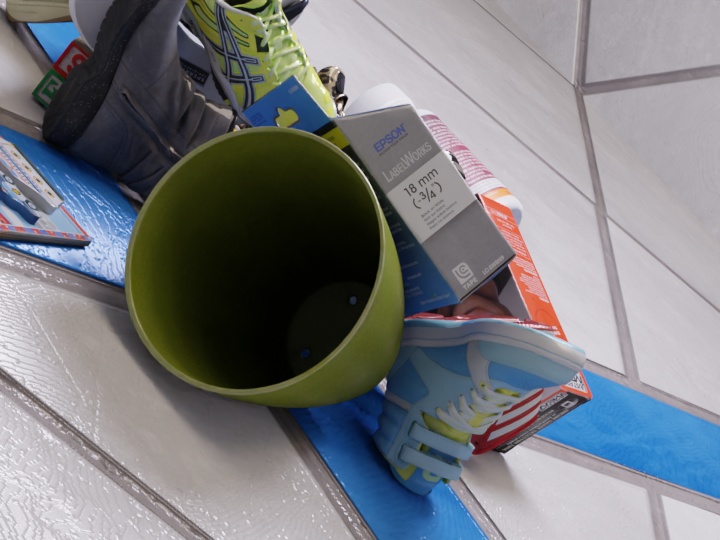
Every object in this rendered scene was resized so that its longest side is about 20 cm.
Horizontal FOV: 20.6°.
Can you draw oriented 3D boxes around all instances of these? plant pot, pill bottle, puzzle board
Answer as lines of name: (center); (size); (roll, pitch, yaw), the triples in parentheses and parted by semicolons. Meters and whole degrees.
plant pot: (-0.044, 0.022, 1.410); (0.187, 0.187, 0.200); (48, 1, 25)
pill bottle: (0.066, -0.095, 2.076); (0.200, 0.114, 0.114); (48, 16, 21)
puzzle board: (-0.285, -0.094, 1.390); (0.200, 0.017, 0.150); (47, 16, 19)

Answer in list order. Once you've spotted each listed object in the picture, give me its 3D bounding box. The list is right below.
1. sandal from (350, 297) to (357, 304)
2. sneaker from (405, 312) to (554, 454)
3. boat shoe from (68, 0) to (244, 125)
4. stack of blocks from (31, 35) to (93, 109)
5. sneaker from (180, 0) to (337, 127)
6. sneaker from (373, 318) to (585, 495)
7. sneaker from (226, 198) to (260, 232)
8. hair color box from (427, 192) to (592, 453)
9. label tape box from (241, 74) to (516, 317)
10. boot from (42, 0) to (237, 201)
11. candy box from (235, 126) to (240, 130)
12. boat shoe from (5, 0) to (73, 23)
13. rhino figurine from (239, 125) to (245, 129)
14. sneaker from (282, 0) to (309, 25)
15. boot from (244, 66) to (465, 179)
sandal: (-0.008, -0.001, 1.628); (0.078, 0.060, 0.207); (8, 3, -11)
sneaker: (0.061, 0.095, 1.619); (0.198, 0.117, 0.078); (3, 3, -9)
boat shoe: (-0.165, -0.181, 1.625); (0.199, 0.069, 0.057); (33, 0, -38)
stack of blocks: (-0.195, -0.150, 1.689); (0.115, 0.059, 0.200); (40, 15, -5)
sneaker: (-0.086, -0.182, 1.577); (0.200, 0.075, 0.076); (50, -25, -17)
sneaker: (0.085, 0.106, 1.478); (0.079, 0.132, 0.199); (23, -14, -31)
sneaker: (-0.067, -0.015, 1.525); (0.082, 0.077, 0.200); (58, -2, 16)
hair color box: (0.114, 0.046, 1.732); (0.061, 0.101, 0.201); (20, 41, -54)
label tape box: (0.012, -0.066, 1.459); (0.201, 0.063, 0.144); (54, -19, -6)
boot: (-0.147, -0.152, 1.550); (0.131, 0.201, 0.070); (30, 19, -24)
candy box: (-0.117, -0.117, 1.806); (0.200, 0.026, 0.102); (53, -1, 35)
boat shoe: (-0.213, -0.248, 1.689); (0.198, 0.066, 0.072); (2, 19, 18)
rhino figurine: (-0.061, -0.137, 1.852); (0.060, 0.087, 0.200); (54, -2, -15)
sneaker: (-0.111, -0.231, 1.756); (0.079, 0.130, 0.199); (43, 15, 13)
boot: (-0.015, -0.101, 1.654); (0.073, 0.199, 0.152); (30, 45, -53)
